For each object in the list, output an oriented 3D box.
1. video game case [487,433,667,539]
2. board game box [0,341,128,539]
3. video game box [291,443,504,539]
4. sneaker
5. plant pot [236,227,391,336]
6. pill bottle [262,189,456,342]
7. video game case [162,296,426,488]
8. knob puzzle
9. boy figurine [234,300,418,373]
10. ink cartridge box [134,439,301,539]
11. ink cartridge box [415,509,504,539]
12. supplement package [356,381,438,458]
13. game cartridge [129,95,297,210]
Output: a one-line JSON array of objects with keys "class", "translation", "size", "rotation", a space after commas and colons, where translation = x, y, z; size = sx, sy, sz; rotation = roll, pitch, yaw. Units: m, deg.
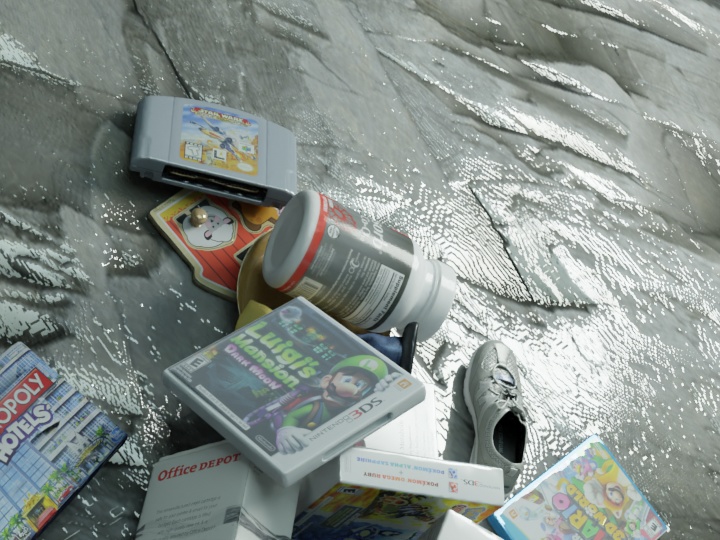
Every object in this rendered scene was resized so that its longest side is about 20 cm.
[{"class": "video game case", "translation": [0.255, 0.294, 1.626], "size": [0.199, 0.018, 0.144], "rotation": [-29, 77, -37]}, {"class": "board game box", "translation": [-0.357, 0.158, 1.364], "size": [0.199, 0.062, 0.200], "rotation": [41, 50, 0]}, {"class": "video game box", "translation": [0.022, 0.240, 1.423], "size": [0.180, 0.200, 0.047], "rotation": [9, 60, -21]}, {"class": "sneaker", "translation": [0.170, 0.166, 1.622], "size": [0.074, 0.082, 0.202], "rotation": [13, 55, -20]}, {"class": "plant pot", "translation": [-0.055, 0.042, 1.600], "size": [0.198, 0.027, 0.203], "rotation": [11, 66, -26]}, {"class": "pill bottle", "translation": [0.000, 0.000, 1.563], "size": [0.198, 0.116, 0.117], "rotation": [25, 51, -21]}, {"class": "video game case", "translation": [-0.066, 0.112, 1.373], "size": [0.181, 0.024, 0.199], "rotation": [-28, 43, -31]}, {"class": "knob puzzle", "translation": [-0.121, -0.039, 1.634], "size": [0.217, 0.030, 0.222], "rotation": [14, 55, -20]}, {"class": "boy figurine", "translation": [-0.037, 0.076, 1.518], "size": [0.197, 0.124, 0.065], "rotation": [9, 83, 6]}, {"class": "ink cartridge box", "translation": [-0.145, 0.274, 1.337], "size": [0.083, 0.145, 0.202], "rotation": [42, 44, -36]}, {"class": "ink cartridge box", "translation": [0.083, 0.364, 1.374], "size": [0.145, 0.200, 0.148], "rotation": [31, 51, -4]}, {"class": "supplement package", "translation": [-0.029, 0.176, 1.493], "size": [0.198, 0.110, 0.115], "rotation": [11, 55, -21]}, {"class": "game cartridge", "translation": [-0.170, -0.143, 1.651], "size": [0.197, 0.042, 0.134], "rotation": [12, 46, -15]}]
